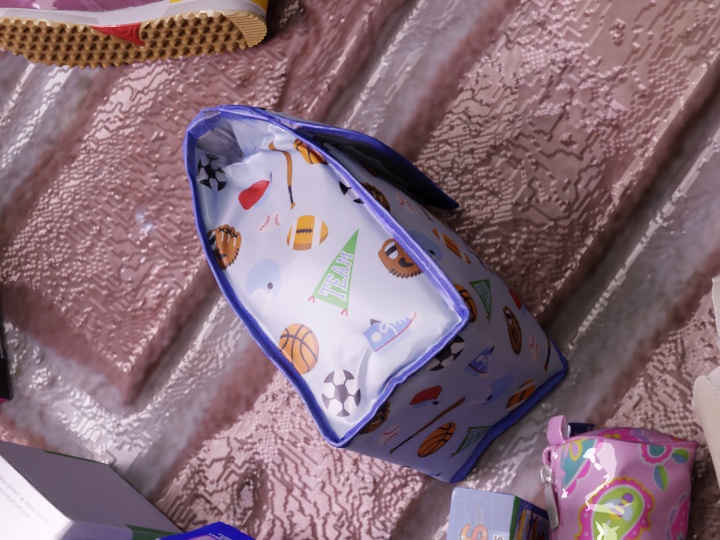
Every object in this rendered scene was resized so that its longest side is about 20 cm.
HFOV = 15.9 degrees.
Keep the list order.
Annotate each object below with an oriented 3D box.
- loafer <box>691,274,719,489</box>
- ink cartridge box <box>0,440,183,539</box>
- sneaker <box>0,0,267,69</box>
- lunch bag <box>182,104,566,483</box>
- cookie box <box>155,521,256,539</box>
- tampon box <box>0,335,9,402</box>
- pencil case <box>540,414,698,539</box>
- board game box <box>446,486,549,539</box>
[{"bbox_3d":[0.208,0.085,1.343,0.068,0.076,0.201,0,70,27],"label":"loafer"},{"bbox_3d":[-0.212,0.204,1.472,0.084,0.146,0.200,38,97,25],"label":"ink cartridge box"},{"bbox_3d":[-0.144,-0.179,1.567,0.199,0.075,0.091,0,71,19],"label":"sneaker"},{"bbox_3d":[0.000,0.000,1.400,0.124,0.170,0.200,-44,64,7],"label":"lunch bag"},{"bbox_3d":[-0.060,0.267,1.404,0.171,0.075,0.201,26,105,27],"label":"cookie box"},{"bbox_3d":[-0.330,0.026,1.534,0.149,0.200,0.127,-17,73,22],"label":"tampon box"},{"bbox_3d":[0.129,0.179,1.348,0.087,0.087,0.201,1,82,25],"label":"pencil case"},{"bbox_3d":[0.062,0.219,1.344,0.034,0.135,0.201,6,83,14],"label":"board game box"}]
